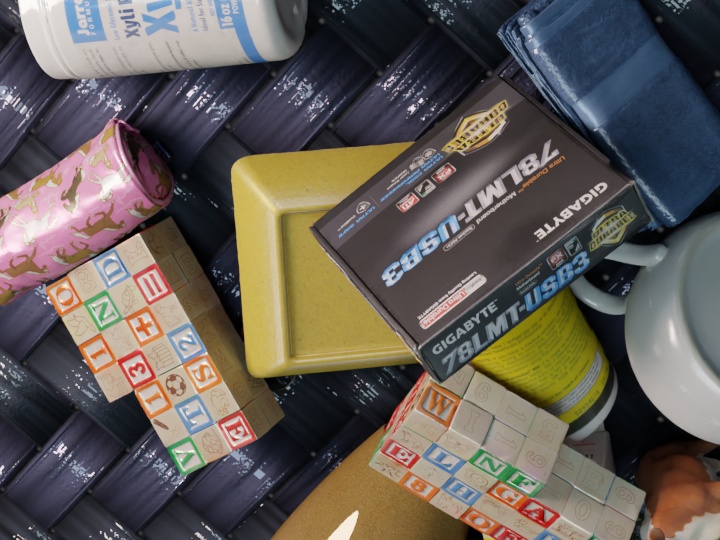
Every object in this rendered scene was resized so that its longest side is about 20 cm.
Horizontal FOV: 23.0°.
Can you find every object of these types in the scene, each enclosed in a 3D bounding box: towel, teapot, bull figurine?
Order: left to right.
[{"bbox_3d":[0.202,-0.135,1.356,0.200,0.112,0.049,53,158,-4],"label":"towel"},{"bbox_3d":[0.276,0.188,1.434,0.121,0.200,0.065,-13,109,5],"label":"bull figurine"},{"bbox_3d":[0.280,0.054,1.400,0.146,0.197,0.201,-41,61,61],"label":"teapot"}]

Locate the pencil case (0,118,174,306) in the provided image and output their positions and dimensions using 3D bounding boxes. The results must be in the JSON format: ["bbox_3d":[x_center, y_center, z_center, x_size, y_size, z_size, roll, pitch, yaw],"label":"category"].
[{"bbox_3d":[-0.253,-0.048,1.498,0.200,0.087,0.083,-31,118,21],"label":"pencil case"}]

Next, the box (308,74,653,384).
[{"bbox_3d":[0.084,-0.036,1.321,0.200,0.199,0.050,-38,127,-2],"label":"box"}]

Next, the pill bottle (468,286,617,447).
[{"bbox_3d":[0.119,0.043,1.416,0.114,0.115,0.200,-19,127,19],"label":"pill bottle"}]

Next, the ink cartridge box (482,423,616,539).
[{"bbox_3d":[0.163,0.207,1.513,0.117,0.067,0.201,-7,112,15],"label":"ink cartridge box"}]

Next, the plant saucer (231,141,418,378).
[{"bbox_3d":[0.000,0.000,1.456,0.199,0.048,0.201,-5,113,-5],"label":"plant saucer"}]

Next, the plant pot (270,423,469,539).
[{"bbox_3d":[0.013,0.240,1.535,0.186,0.186,0.201,27,101,-1],"label":"plant pot"}]

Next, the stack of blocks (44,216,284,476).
[{"bbox_3d":[-0.168,0.070,1.519,0.115,0.059,0.201,-28,94,28],"label":"stack of blocks"}]

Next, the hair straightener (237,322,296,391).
[{"bbox_3d":[-0.059,0.042,1.519,0.077,0.041,0.201,28,110,-2],"label":"hair straightener"}]

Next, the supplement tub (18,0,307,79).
[{"bbox_3d":[-0.150,-0.220,1.375,0.199,0.132,0.133,-5,112,13],"label":"supplement tub"}]

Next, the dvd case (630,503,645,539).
[{"bbox_3d":[0.208,0.255,1.573,0.199,0.018,0.143,8,115,7],"label":"dvd case"}]

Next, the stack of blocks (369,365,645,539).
[{"bbox_3d":[0.120,0.160,1.398,0.199,0.059,0.115,31,146,-3],"label":"stack of blocks"}]
